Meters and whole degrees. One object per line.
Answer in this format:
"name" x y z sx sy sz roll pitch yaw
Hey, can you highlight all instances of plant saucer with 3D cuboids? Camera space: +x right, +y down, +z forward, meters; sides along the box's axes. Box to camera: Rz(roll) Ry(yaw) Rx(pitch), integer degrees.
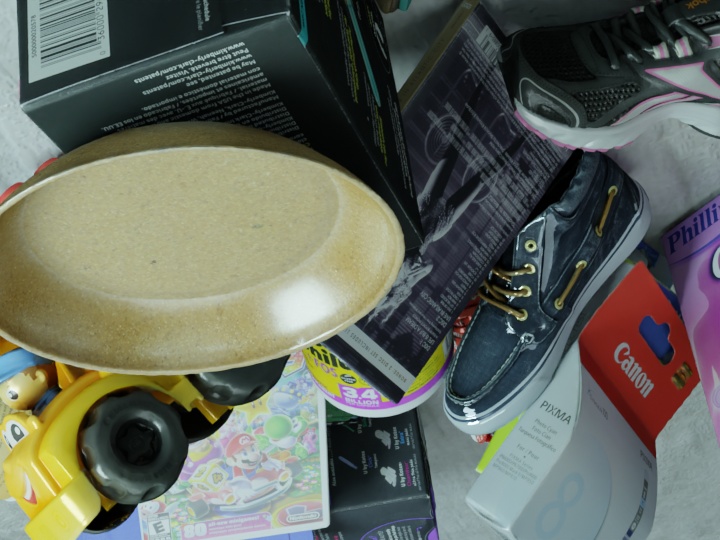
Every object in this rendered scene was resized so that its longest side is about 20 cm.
"plant saucer" -0.079 -0.012 0.688 0.198 0.036 0.201 -6 150 -3

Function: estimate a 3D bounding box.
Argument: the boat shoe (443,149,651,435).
"boat shoe" 0.102 0.006 0.974 0.201 0.071 0.091 -55 134 -2

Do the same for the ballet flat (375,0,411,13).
"ballet flat" 0.014 -0.202 0.679 0.072 0.068 0.201 17 146 -4

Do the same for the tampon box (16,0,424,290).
"tampon box" -0.063 -0.102 0.727 0.125 0.151 0.200 -16 149 12

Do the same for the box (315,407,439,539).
"box" -0.040 0.179 1.253 0.197 0.107 0.123 -10 148 2

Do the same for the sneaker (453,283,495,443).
"sneaker" 0.094 0.055 1.079 0.066 0.109 0.202 -14 149 9

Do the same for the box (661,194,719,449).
"box" 0.314 0.027 1.002 0.096 0.202 0.176 13 144 -33

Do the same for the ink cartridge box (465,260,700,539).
"ink cartridge box" 0.173 0.117 1.026 0.201 0.047 0.160 -52 137 -8

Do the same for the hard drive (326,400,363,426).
"hard drive" -0.086 0.077 1.137 0.197 0.038 0.140 -2 149 -10

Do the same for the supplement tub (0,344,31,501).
"supplement tub" -0.259 0.071 0.971 0.198 0.146 0.144 13 144 -32

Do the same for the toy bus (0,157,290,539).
"toy bus" -0.158 0.039 0.890 0.192 0.200 0.136 47 150 -4

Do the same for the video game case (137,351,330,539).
"video game case" -0.095 0.109 1.084 0.141 0.018 0.202 -6 118 -9

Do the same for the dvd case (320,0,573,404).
"dvd case" 0.040 -0.035 0.872 0.201 0.016 0.149 -55 139 -6

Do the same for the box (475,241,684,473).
"box" 0.171 0.075 1.074 0.122 0.047 0.202 29 89 -48

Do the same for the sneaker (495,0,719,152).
"sneaker" 0.169 -0.126 0.842 0.198 0.081 0.087 -8 147 -28

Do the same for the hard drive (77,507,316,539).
"hard drive" -0.138 0.173 1.152 0.197 0.025 0.133 -6 114 1

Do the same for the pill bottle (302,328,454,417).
"pill bottle" 0.000 0.000 0.955 0.103 0.105 0.201 -11 142 3
